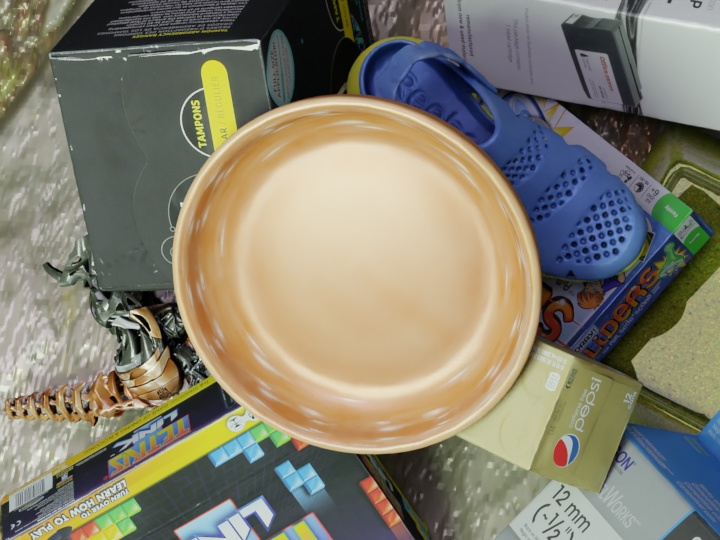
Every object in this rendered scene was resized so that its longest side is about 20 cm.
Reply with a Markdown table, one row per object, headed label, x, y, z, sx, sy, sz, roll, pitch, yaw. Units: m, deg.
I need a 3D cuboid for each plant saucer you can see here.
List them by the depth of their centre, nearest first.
| label | x | y | z | sx | sy | sz | roll | pitch | yaw |
| --- | --- | --- | --- | --- | --- | --- | --- | --- | --- |
| plant saucer | 0.000 | 0.000 | 1.351 | 0.200 | 0.037 | 0.201 | 4 | 110 | 11 |
| plant saucer | 0.212 | 0.029 | 1.476 | 0.200 | 0.048 | 0.200 | 29 | 83 | 23 |

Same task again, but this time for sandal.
| label | x | y | z | sx | sy | sz | roll | pitch | yaw |
| --- | --- | --- | --- | --- | --- | --- | --- | --- | --- |
| sandal | 0.073 | -0.064 | 1.424 | 0.200 | 0.087 | 0.080 | 34 | 85 | 7 |

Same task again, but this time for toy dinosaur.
| label | x | y | z | sx | sy | sz | roll | pitch | yaw |
| --- | --- | --- | --- | --- | --- | --- | --- | --- | --- |
| toy dinosaur | -0.126 | 0.038 | 1.559 | 0.200 | 0.102 | 0.136 | -24 | 84 | -14 |

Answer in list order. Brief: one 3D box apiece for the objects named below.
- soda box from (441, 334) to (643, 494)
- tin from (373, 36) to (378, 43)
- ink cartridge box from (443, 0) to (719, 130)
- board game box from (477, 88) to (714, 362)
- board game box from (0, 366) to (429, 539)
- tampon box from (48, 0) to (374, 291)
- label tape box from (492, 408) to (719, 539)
| label | x | y | z | sx | sy | sz | roll | pitch | yaw |
| --- | --- | --- | --- | --- | --- | --- | --- | --- | --- |
| soda box | 0.058 | 0.055 | 1.419 | 0.200 | 0.064 | 0.068 | 24 | 93 | 46 |
| tin | -0.064 | -0.112 | 1.612 | 0.200 | 0.042 | 0.112 | 20 | 76 | 21 |
| ink cartridge box | 0.167 | -0.170 | 1.506 | 0.200 | 0.084 | 0.145 | 12 | 50 | 20 |
| board game box | 0.096 | -0.030 | 1.505 | 0.135 | 0.034 | 0.200 | -49 | 50 | 2 |
| board game box | -0.081 | 0.154 | 1.467 | 0.200 | 0.165 | 0.057 | -31 | 26 | 7 |
| tampon box | -0.076 | -0.099 | 1.462 | 0.126 | 0.200 | 0.150 | -2 | 117 | 16 |
| label tape box | 0.159 | 0.154 | 1.363 | 0.200 | 0.066 | 0.143 | -47 | 38 | 5 |
